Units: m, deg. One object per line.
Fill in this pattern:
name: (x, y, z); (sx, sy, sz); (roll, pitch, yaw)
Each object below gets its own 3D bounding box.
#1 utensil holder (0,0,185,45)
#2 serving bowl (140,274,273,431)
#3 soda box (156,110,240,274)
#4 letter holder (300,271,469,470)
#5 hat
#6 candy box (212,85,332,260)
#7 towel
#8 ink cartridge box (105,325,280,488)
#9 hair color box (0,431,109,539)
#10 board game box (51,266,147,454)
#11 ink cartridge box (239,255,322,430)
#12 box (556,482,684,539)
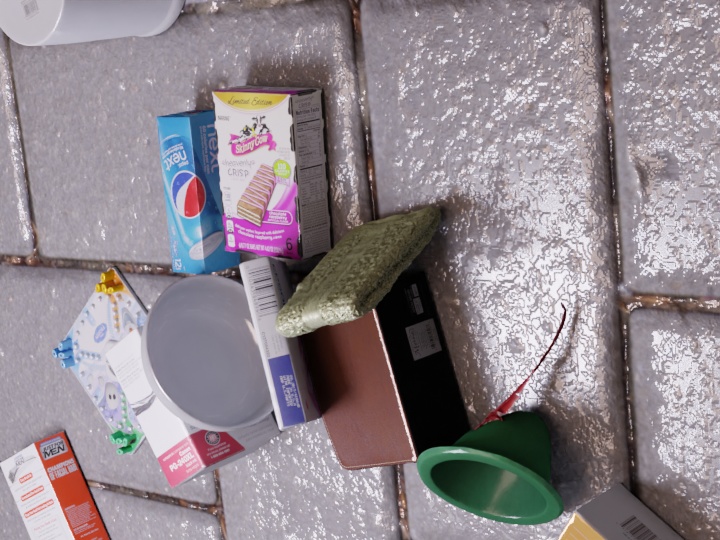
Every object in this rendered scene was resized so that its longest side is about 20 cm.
utensil holder: (-0.342, -0.369, 1.860); (0.169, 0.199, 0.172); (12, 109, 38)
serving bowl: (-0.190, 0.110, 1.869); (0.066, 0.199, 0.202); (-33, 80, 50)
soda box: (-0.205, -0.100, 1.904); (0.064, 0.068, 0.203); (4, 105, 40)
letter holder: (0.022, 0.120, 1.749); (0.141, 0.100, 0.202); (-15, 92, 44)
hat: (0.176, 0.168, 1.673); (0.165, 0.177, 0.199); (40, 147, -30)
candy box: (-0.108, -0.120, 1.819); (0.135, 0.061, 0.203); (7, 106, 40)
towel: (0.000, 0.000, 1.675); (0.147, 0.200, 0.037); (-15, 115, 44)
ink cartridge box: (-0.216, 0.157, 1.933); (0.083, 0.145, 0.201); (-35, 79, 42)
hair color box: (-0.458, 0.358, 2.256); (0.110, 0.064, 0.202); (-29, 84, 43)
board game box: (-0.345, 0.132, 2.120); (0.201, 0.026, 0.200); (53, 129, 17)
ink cartridge box: (-0.088, 0.086, 1.794); (0.043, 0.200, 0.199); (-15, 87, 6)
box: (0.257, 0.352, 1.609); (0.124, 0.097, 0.201); (40, 125, 25)
